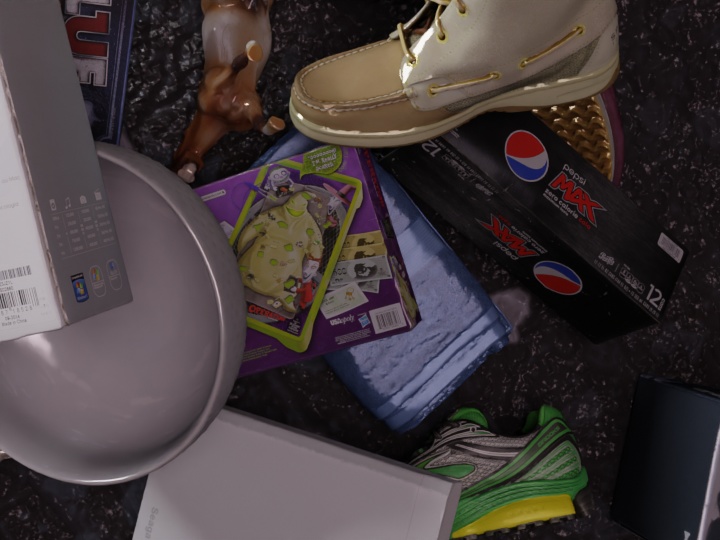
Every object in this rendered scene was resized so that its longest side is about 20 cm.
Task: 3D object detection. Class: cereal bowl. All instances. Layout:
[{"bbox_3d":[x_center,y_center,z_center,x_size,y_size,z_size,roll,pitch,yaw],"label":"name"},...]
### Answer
[{"bbox_3d":[-0.153,0.020,0.825,0.198,0.083,0.202,3,100,19],"label":"cereal bowl"}]

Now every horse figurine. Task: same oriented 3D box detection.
[{"bbox_3d":[-0.074,-0.150,0.853,0.050,0.132,0.202,9,82,-22],"label":"horse figurine"}]

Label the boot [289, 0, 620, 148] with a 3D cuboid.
[{"bbox_3d":[0.050,-0.153,0.767,0.198,0.072,0.155,-12,139,-4],"label":"boot"}]

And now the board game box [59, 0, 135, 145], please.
[{"bbox_3d":[-0.197,-0.174,0.812,0.134,0.035,0.201,7,121,-9],"label":"board game box"}]

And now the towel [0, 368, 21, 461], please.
[{"bbox_3d":[-0.312,0.108,0.863,0.199,0.034,0.133,-37,99,-6],"label":"towel"}]

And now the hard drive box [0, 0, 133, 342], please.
[{"bbox_3d":[-0.228,-0.060,0.753,0.155,0.077,0.202,-10,96,21],"label":"hard drive box"}]

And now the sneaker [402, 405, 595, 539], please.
[{"bbox_3d":[0.049,0.138,0.910,0.198,0.078,0.086,-10,80,-11],"label":"sneaker"}]

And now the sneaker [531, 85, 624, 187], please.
[{"bbox_3d":[0.138,-0.140,0.902,0.090,0.075,0.201,-45,126,-42],"label":"sneaker"}]

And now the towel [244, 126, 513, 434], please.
[{"bbox_3d":[0.000,0.000,0.899,0.111,0.049,0.200,-40,99,-3],"label":"towel"}]

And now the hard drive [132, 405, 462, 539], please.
[{"bbox_3d":[-0.046,0.166,0.859,0.199,0.026,0.133,15,91,23],"label":"hard drive"}]

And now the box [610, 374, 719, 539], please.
[{"bbox_3d":[0.287,0.144,0.903,0.198,0.148,0.108,11,91,-10],"label":"box"}]

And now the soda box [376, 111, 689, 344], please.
[{"bbox_3d":[0.112,-0.040,0.886,0.200,0.071,0.064,39,60,-15],"label":"soda box"}]

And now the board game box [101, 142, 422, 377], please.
[{"bbox_3d":[-0.072,0.002,0.852,0.199,0.032,0.121,-15,99,21],"label":"board game box"}]
